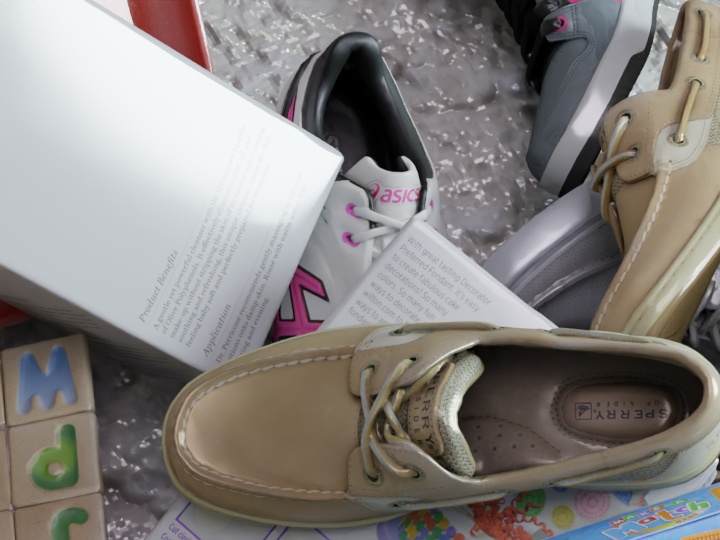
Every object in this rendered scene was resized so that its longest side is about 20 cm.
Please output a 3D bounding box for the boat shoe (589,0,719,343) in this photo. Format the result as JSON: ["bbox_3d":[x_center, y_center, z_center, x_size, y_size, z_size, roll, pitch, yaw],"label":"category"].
[{"bbox_3d":[0.119,-0.034,0.939,0.064,0.071,0.200,26,44,6],"label":"boat shoe"}]

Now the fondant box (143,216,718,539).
[{"bbox_3d":[0.014,0.103,0.883,0.144,0.058,0.200,39,88,14],"label":"fondant box"}]

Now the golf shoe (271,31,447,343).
[{"bbox_3d":[0.000,0.000,0.964,0.073,0.092,0.200,-6,63,-17],"label":"golf shoe"}]

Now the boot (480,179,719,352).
[{"bbox_3d":[0.143,0.004,0.992,0.200,0.074,0.096,-26,60,-22],"label":"boot"}]

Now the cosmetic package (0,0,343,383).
[{"bbox_3d":[-0.118,-0.044,0.902,0.200,0.085,0.108,31,76,-30],"label":"cosmetic package"}]

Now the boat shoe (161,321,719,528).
[{"bbox_3d":[0.026,0.049,0.828,0.200,0.065,0.072,-3,78,9],"label":"boat shoe"}]

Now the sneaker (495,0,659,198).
[{"bbox_3d":[0.070,-0.128,1.052,0.121,0.084,0.200,21,51,-2],"label":"sneaker"}]

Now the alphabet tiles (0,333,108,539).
[{"bbox_3d":[-0.189,0.116,0.883,0.200,0.008,0.167,-12,61,4],"label":"alphabet tiles"}]

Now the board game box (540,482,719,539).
[{"bbox_3d":[0.113,0.156,0.831,0.200,0.037,0.151,-16,98,-8],"label":"board game box"}]

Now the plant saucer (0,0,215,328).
[{"bbox_3d":[-0.154,-0.079,0.951,0.199,0.037,0.200,-20,104,-32],"label":"plant saucer"}]

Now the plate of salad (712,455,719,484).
[{"bbox_3d":[0.160,0.131,0.929,0.200,0.048,0.200,3,60,-6],"label":"plate of salad"}]
